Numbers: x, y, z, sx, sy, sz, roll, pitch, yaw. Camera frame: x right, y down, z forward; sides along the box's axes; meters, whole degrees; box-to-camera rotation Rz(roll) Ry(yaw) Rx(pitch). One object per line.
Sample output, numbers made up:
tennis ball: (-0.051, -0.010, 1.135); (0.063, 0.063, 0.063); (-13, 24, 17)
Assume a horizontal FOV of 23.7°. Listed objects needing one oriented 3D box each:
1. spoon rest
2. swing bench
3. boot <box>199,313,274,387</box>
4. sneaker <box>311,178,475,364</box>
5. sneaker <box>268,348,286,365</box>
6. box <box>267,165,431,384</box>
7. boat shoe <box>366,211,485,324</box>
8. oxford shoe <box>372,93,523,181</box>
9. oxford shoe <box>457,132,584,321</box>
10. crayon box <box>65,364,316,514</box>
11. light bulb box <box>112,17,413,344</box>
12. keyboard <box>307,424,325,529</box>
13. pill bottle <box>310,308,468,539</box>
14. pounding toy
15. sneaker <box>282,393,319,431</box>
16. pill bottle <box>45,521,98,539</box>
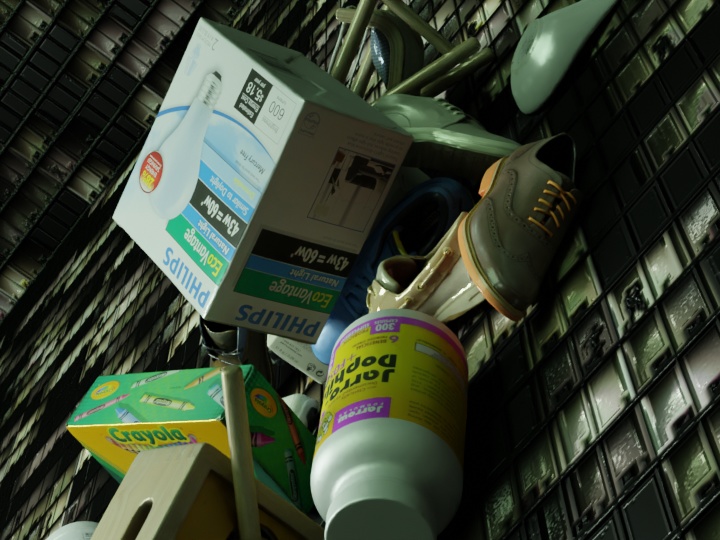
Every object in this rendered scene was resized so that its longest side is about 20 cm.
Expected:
spoon rest: (0.190, -0.228, 1.508); (0.099, 0.060, 0.201); (-108, 41, -72)
swing bench: (0.014, -0.174, 1.639); (0.200, 0.130, 0.199); (-50, -2, 8)
boot: (-0.128, 0.078, 1.612); (0.097, 0.074, 0.202); (0, -82, -64)
sneaker: (0.017, 0.001, 1.451); (0.200, 0.066, 0.078); (-49, -11, 16)
sneaker: (-0.047, 0.016, 1.684); (0.200, 0.078, 0.086); (-43, 5, 20)
box: (0.000, 0.000, 1.552); (0.200, 0.068, 0.082); (-49, 16, 19)
boat shoe: (0.042, 0.016, 1.374); (0.200, 0.069, 0.074); (-39, 11, 37)
oxford shoe: (0.074, -0.117, 1.462); (0.199, 0.075, 0.058); (16, 72, 46)
oxford shoe: (0.124, -0.040, 1.275); (0.073, 0.071, 0.201); (-39, 22, 31)
crayon box: (-0.131, 0.140, 1.389); (0.199, 0.119, 0.058); (-7, 41, 44)
light bulb box: (-0.088, -0.076, 1.456); (0.198, 0.124, 0.201); (41, 110, 48)
keyboard: (-0.031, 0.171, 1.390); (0.201, 0.021, 0.127); (-58, 22, -11)
pill bottle: (0.021, 0.120, 1.183); (0.104, 0.104, 0.200); (-46, 18, 27)
pounding toy: (-0.102, 0.204, 1.215); (0.142, 0.184, 0.201); (-14, 43, 54)
sneaker: (-0.108, 0.153, 1.542); (0.200, 0.081, 0.075); (-34, 24, 49)
pill bottle: (-0.248, 0.305, 1.579); (0.114, 0.113, 0.200); (-55, 15, -1)
